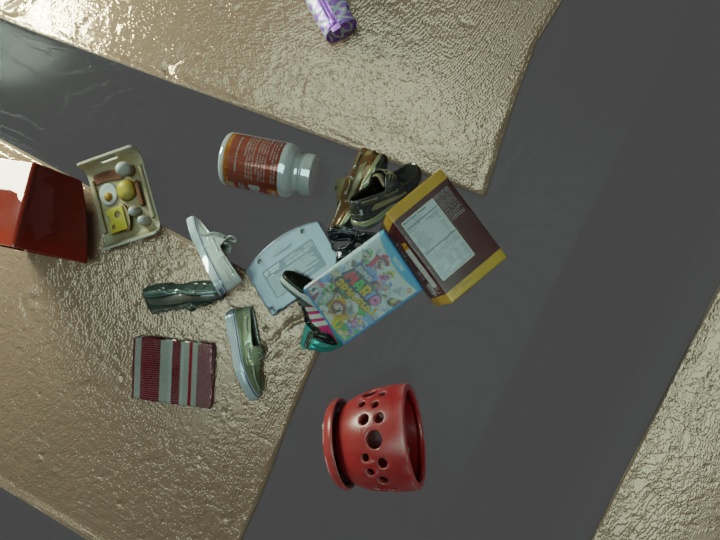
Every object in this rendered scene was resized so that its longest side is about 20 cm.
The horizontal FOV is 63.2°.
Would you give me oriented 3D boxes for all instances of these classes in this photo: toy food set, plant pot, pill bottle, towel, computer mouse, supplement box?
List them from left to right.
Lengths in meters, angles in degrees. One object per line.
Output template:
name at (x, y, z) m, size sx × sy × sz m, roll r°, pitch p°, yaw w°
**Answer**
plant pot at (-0.712, -0.132, 1.260) m, size 0.194 × 0.200 × 0.182 m, roll 9°, pitch 84°, yaw 18°
toy food set at (-0.543, -0.160, 1.309) m, size 0.140 × 0.060 × 0.206 m, roll -16°, pitch 89°, yaw 7°
towel at (-0.423, 0.228, 1.324) m, size 0.194 × 0.023 × 0.149 m, roll 5°, pitch 94°, yaw 9°
pill bottle at (-0.191, -0.217, 1.233) m, size 0.194 × 0.112 × 0.116 m, roll 12°, pitch 93°, yaw 8°
computer mouse at (0.000, 0.000, 1.220) m, size 0.135 × 0.053 × 0.205 m, roll 10°, pitch 120°, yaw 15°
plant pot at (0.029, 0.344, 1.181) m, size 0.178 × 0.200 × 0.206 m, roll -13°, pitch 90°, yaw 15°
supplement box at (0.151, -0.055, 1.140) m, size 0.132 × 0.197 × 0.202 m, roll -37°, pitch 87°, yaw -4°

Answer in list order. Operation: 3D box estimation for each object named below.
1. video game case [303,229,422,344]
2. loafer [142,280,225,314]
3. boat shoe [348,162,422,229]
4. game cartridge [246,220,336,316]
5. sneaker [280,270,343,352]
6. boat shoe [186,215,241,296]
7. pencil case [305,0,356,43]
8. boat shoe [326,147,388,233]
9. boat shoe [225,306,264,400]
video game case at (0.005, 0.035, 1.159) m, size 0.198 × 0.018 × 0.144 m, roll -35°, pitch 103°, yaw 9°
loafer at (-0.385, 0.062, 1.298) m, size 0.194 × 0.072 × 0.065 m, roll -1°, pitch 110°, yaw 13°
boat shoe at (0.053, -0.164, 1.181) m, size 0.073 × 0.074 × 0.200 m, roll 21°, pitch 54°, yaw 40°
game cartridge at (-0.145, -0.012, 1.272) m, size 0.197 × 0.041 × 0.135 m, roll -33°, pitch 83°, yaw 7°
sneaker at (-0.106, 0.100, 1.234) m, size 0.198 × 0.084 × 0.122 m, roll 36°, pitch 110°, yaw -1°
boat shoe at (-0.306, -0.048, 1.263) m, size 0.085 × 0.075 × 0.204 m, roll -26°, pitch 62°, yaw -11°
pencil case at (-0.082, -0.581, 1.223) m, size 0.083 × 0.085 × 0.203 m, roll -30°, pitch 88°, yaw 9°
boat shoe at (-0.018, -0.166, 1.237) m, size 0.073 × 0.076 × 0.203 m, roll 31°, pitch 87°, yaw 11°
boat shoe at (-0.241, 0.178, 1.272) m, size 0.060 × 0.072 × 0.205 m, roll -17°, pitch 87°, yaw 10°
